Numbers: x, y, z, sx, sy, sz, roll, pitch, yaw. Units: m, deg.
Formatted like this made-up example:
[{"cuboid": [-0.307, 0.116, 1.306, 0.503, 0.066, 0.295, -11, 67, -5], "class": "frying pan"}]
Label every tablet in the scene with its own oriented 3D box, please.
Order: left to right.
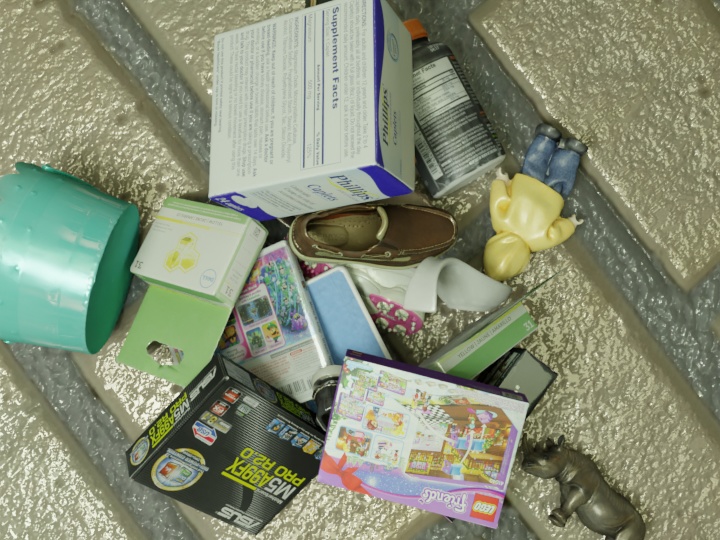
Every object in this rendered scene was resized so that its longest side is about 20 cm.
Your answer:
[{"cuboid": [-0.029, 0.107, 1.039, 0.128, 0.014, 0.203, -24, 98, 19], "class": "tablet"}]

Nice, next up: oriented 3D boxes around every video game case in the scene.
[{"cuboid": [-0.139, 0.085, 1.036, 0.197, 0.024, 0.185, -22, 87, 20], "class": "video game case"}]

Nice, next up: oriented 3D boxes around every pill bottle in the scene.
[{"cuboid": [0.088, -0.200, 1.049, 0.105, 0.106, 0.203, -28, 87, -3], "class": "pill bottle"}]

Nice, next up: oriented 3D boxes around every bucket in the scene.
[{"cuboid": [-0.343, -0.008, 0.985, 0.132, 0.207, 0.212, 16, 86, -3], "class": "bucket"}]

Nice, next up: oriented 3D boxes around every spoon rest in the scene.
[{"cuboid": [0.111, 0.016, 0.995, 0.098, 0.199, 0.062, 5, 92, 28], "class": "spoon rest"}]

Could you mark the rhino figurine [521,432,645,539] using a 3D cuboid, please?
[{"cuboid": [0.266, 0.273, 1.048, 0.087, 0.060, 0.200, -42, 87, -17], "class": "rhino figurine"}]

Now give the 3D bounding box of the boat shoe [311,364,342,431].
[{"cuboid": [0.011, 0.188, 0.998, 0.073, 0.061, 0.201, -24, 129, 17], "class": "boat shoe"}]

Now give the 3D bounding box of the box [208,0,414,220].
[{"cuboid": [-0.050, -0.164, 0.899, 0.196, 0.105, 0.188, -7, 74, 26], "class": "box"}]

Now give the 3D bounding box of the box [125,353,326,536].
[{"cuboid": [-0.139, 0.204, 0.980, 0.160, 0.044, 0.199, -45, 128, 8], "class": "box"}]

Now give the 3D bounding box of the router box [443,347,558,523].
[{"cuboid": [0.139, 0.183, 1.007, 0.051, 0.149, 0.201, 36, 87, 1], "class": "router box"}]

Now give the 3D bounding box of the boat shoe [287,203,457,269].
[{"cuboid": [0.022, -0.040, 0.960, 0.198, 0.075, 0.076, -7, 80, -15], "class": "boat shoe"}]

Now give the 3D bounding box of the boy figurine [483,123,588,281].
[{"cuboid": [0.213, -0.073, 1.066, 0.122, 0.064, 0.203, 24, 87, 0], "class": "boy figurine"}]

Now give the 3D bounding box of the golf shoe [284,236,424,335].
[{"cuboid": [0.000, 0.000, 1.063, 0.197, 0.076, 0.092, 30, 60, 5], "class": "golf shoe"}]

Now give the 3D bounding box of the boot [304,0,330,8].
[{"cuboid": [-0.001, -0.294, 1.025, 0.136, 0.077, 0.204, 3, 65, 31], "class": "boot"}]

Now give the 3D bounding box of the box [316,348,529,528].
[{"cuboid": [0.063, 0.175, 0.901, 0.196, 0.039, 0.140, 14, 98, 2], "class": "box"}]

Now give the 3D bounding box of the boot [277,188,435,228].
[{"cuboid": [-0.004, -0.057, 1.030, 0.199, 0.071, 0.146, 37, 55, 18], "class": "boot"}]

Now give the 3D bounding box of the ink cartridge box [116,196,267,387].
[{"cuboid": [-0.208, 0.021, 1.001, 0.143, 0.048, 0.203, 13, 70, 34], "class": "ink cartridge box"}]

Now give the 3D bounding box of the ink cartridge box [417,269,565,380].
[{"cuboid": [0.142, 0.080, 0.967, 0.144, 0.200, 0.048, -32, 86, -29], "class": "ink cartridge box"}]
